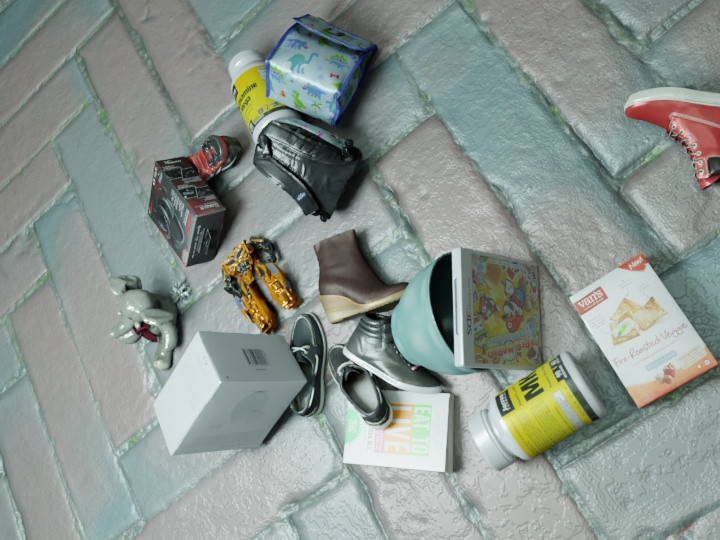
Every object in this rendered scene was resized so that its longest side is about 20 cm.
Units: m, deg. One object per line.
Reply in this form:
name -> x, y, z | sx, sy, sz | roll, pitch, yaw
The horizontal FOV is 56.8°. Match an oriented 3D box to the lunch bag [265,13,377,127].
lunch bag -> -0.076, -0.417, 1.329 | 0.168, 0.128, 0.202 | 25, 59, 5

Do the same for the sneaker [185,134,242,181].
sneaker -> -0.331, -0.239, 1.470 | 0.199, 0.097, 0.072 | -26, 88, 43

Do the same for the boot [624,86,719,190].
boot -> 0.516, -0.208, 1.064 | 0.196, 0.072, 0.147 | 13, 87, 23

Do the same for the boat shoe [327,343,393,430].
boat shoe -> -0.010, 0.201, 1.214 | 0.073, 0.061, 0.201 | -34, 50, 1

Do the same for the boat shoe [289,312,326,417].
boat shoe -> -0.108, 0.179, 1.289 | 0.074, 0.060, 0.204 | -14, 74, 22

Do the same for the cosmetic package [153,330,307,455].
cosmetic package -> -0.243, 0.227, 1.234 | 0.201, 0.197, 0.124 | -54, 51, 24

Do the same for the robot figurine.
robot figurine -> -0.214, 0.022, 1.370 | 0.145, 0.058, 0.201 | -44, 66, 11

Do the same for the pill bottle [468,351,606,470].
pill bottle -> 0.280, 0.229, 1.066 | 0.199, 0.114, 0.115 | -36, 67, 14

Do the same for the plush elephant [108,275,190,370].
plush elephant -> -0.466, 0.099, 1.421 | 0.164, 0.154, 0.202 | 36, 96, 26

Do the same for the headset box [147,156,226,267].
headset box -> -0.371, -0.120, 1.427 | 0.201, 0.076, 0.150 | 50, 136, 25

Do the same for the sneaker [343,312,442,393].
sneaker -> 0.066, 0.143, 1.191 | 0.197, 0.070, 0.101 | 24, 107, 21

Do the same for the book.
book -> 0.069, 0.286, 1.199 | 0.196, 0.048, 0.136 | -3, 73, 25

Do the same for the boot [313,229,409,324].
boot -> 0.000, 0.000, 1.265 | 0.197, 0.072, 0.170 | -17, 75, 25

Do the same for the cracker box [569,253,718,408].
cracker box -> 0.441, 0.095, 1.047 | 0.133, 0.058, 0.202 | -34, 67, 15

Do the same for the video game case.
video game case -> 0.225, 0.067, 1.084 | 0.023, 0.197, 0.186 | -13, 73, 50

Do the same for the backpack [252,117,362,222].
backpack -> -0.113, -0.212, 1.304 | 0.197, 0.127, 0.169 | 27, 99, -5

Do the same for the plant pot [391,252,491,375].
plant pot -> 0.136, 0.089, 1.133 | 0.133, 0.198, 0.204 | -27, 68, 42

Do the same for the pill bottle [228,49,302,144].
pill bottle -> -0.207, -0.364, 1.411 | 0.112, 0.112, 0.202 | -33, 68, 16
